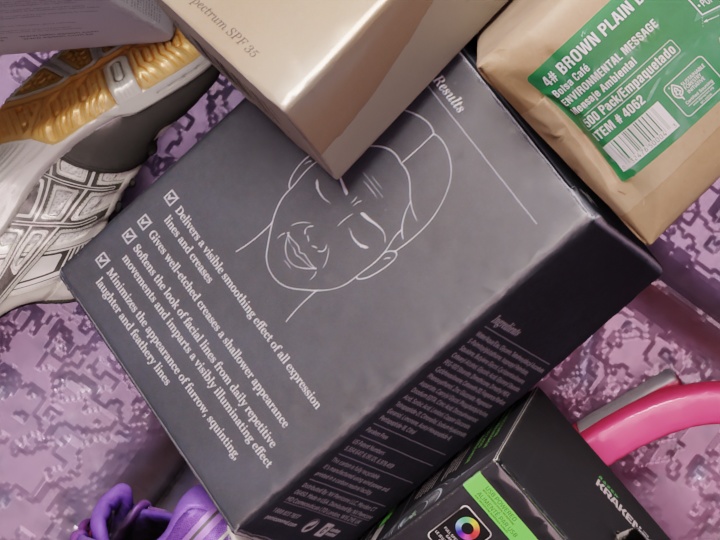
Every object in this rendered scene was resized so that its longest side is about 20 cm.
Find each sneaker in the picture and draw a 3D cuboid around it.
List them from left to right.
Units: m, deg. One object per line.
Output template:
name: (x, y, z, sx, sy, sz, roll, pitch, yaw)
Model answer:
sneaker: (-0.133, -0.036, 1.130, 0.199, 0.076, 0.088, -36, 116, 9)
sneaker: (-0.107, 0.141, 1.124, 0.199, 0.080, 0.084, -27, 88, 41)

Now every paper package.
paper package: (0.149, -0.129, 1.028, 0.200, 0.191, 0.103, -44, 96, 11)

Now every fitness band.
fitness band: (0.138, 0.133, 1.158, 0.199, 0.037, 0.144, -33, 98, 10)

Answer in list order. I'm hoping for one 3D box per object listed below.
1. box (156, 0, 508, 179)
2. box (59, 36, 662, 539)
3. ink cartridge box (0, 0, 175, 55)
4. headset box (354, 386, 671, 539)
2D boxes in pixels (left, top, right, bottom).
box: (0.020, -0.146, 1.001, 0.095, 0.078, 0.200, 41, 87, 25)
box: (0.000, 0.000, 1.074, 0.200, 0.107, 0.149, -41, 66, 10)
ink cartridge box: (-0.200, -0.125, 1.023, 0.195, 0.200, 0.044, -2, 81, 16)
headset box: (0.064, 0.178, 1.109, 0.200, 0.093, 0.174, -39, 94, 23)
